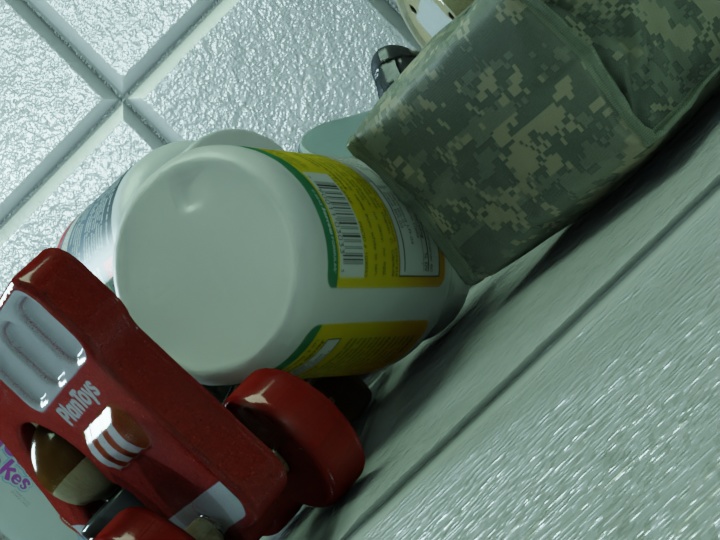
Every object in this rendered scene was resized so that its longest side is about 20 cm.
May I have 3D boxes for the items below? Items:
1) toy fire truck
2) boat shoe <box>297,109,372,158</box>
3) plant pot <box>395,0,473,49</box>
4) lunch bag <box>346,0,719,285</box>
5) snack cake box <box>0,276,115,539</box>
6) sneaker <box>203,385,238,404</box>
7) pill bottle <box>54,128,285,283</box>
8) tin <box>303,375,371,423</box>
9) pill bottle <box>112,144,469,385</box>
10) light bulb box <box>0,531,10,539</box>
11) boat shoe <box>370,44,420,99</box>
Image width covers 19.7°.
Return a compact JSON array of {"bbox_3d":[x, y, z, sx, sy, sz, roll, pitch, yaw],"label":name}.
[{"bbox_3d":[-0.106,0.077,0.922,0.112,0.168,0.200,-46,3,-26],"label":"toy fire truck"},{"bbox_3d":[0.053,-0.068,1.383,0.200,0.091,0.071,-15,36,-17],"label":"boat shoe"},{"bbox_3d":[0.125,-0.215,1.373,0.200,0.187,0.187,-39,1,-13],"label":"plant pot"},{"bbox_3d":[0.116,-0.111,1.003,0.200,0.118,0.164,-40,-1,-38],"label":"lunch bag"},{"bbox_3d":[-0.142,0.081,1.184,0.067,0.115,0.200,-43,4,34],"label":"snack cake box"},{"bbox_3d":[-0.089,0.072,1.124,0.200,0.074,0.079,-39,-10,-38],"label":"sneaker"},{"bbox_3d":[-0.115,-0.016,1.334,0.120,0.120,0.200,-47,7,-31],"label":"pill bottle"},{"bbox_3d":[-0.056,0.103,1.155,0.112,0.042,0.200,-51,5,-24],"label":"tin"},{"bbox_3d":[-0.024,-0.002,1.032,0.113,0.113,0.200,-44,-19,22],"label":"pill bottle"},{"bbox_3d":[-0.244,0.166,1.306,0.125,0.200,0.198,-43,3,5],"label":"light bulb box"},{"bbox_3d":[0.075,-0.121,1.485,0.073,0.063,0.200,-39,-25,24],"label":"boat shoe"}]
